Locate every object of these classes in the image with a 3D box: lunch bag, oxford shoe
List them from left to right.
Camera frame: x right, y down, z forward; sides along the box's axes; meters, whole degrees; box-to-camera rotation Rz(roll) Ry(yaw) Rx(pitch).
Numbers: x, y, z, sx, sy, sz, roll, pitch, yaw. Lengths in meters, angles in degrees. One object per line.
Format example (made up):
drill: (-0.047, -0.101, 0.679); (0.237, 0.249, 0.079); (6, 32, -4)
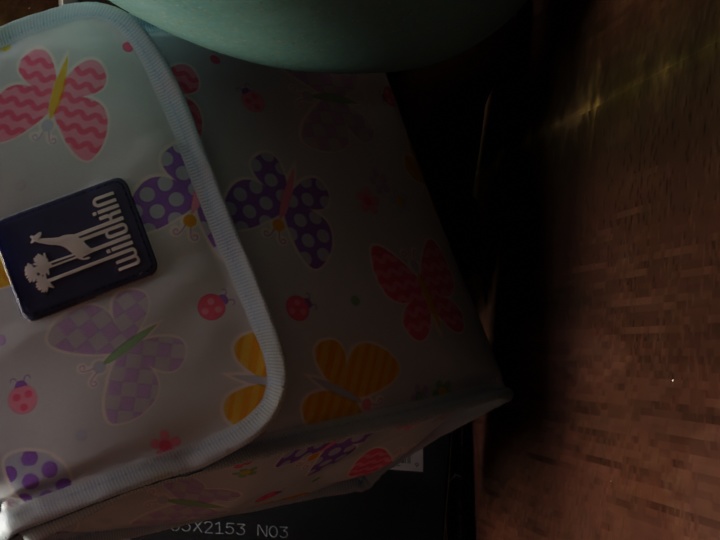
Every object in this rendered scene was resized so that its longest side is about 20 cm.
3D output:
lunch bag: (-0.068, 0.002, 0.784); (0.127, 0.199, 0.170); (-37, 67, 48)
oxford shoe: (0.024, -0.030, 0.898); (0.084, 0.073, 0.200); (49, 139, 21)

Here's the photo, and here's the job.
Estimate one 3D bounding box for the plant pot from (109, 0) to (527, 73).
plant pot: (-0.003, -0.142, 0.738); (0.135, 0.200, 0.201); (46, -146, -43)

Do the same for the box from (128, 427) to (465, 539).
box: (-0.063, 0.122, 0.913); (0.115, 0.199, 0.132); (99, 173, -51)

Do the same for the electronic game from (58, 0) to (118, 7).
electronic game: (-0.109, -0.132, 1.134); (0.200, 0.041, 0.201); (-3, -90, -76)
